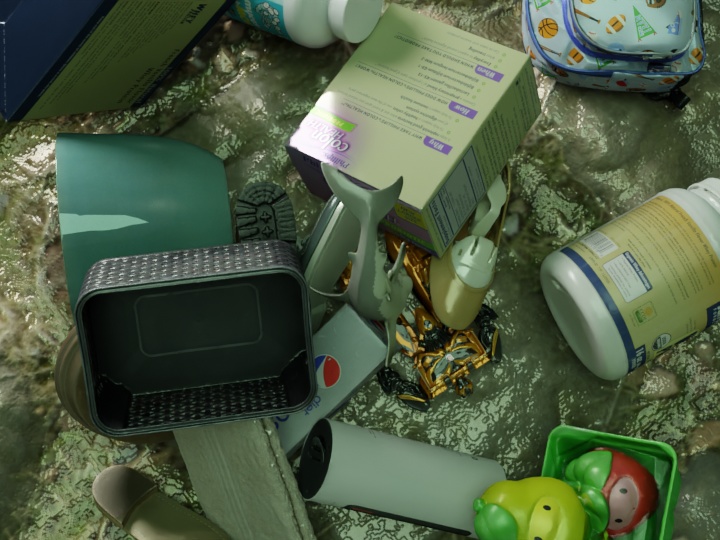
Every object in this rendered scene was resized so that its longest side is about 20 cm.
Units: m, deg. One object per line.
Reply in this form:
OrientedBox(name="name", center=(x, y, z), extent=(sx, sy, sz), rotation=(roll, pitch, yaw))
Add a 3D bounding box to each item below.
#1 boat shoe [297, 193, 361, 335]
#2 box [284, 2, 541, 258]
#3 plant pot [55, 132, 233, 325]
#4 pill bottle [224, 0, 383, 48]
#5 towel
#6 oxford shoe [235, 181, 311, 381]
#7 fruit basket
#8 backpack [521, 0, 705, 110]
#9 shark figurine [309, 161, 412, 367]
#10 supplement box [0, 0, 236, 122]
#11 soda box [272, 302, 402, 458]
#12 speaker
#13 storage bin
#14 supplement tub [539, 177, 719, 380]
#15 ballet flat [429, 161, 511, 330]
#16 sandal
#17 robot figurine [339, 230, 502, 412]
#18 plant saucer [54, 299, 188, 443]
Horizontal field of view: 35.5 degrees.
OrientedBox(name="boat shoe", center=(-0.057, -0.003, 1.139), extent=(0.062, 0.073, 0.201), rotation=(37, 122, 23))
OrientedBox(name="box", center=(0.057, -0.146, 1.149), extent=(0.175, 0.097, 0.201), rotation=(27, 72, 28))
OrientedBox(name="plant pot", center=(-0.210, -0.043, 1.122), extent=(0.159, 0.201, 0.203), rotation=(-6, 80, -9))
OrientedBox(name="pill bottle", center=(-0.075, -0.301, 1.176), extent=(0.199, 0.111, 0.111), rotation=(25, 80, 28))
OrientedBox(name="towel", center=(-0.109, 0.211, 1.089), extent=(0.034, 0.132, 0.202), rotation=(-34, 114, -44))
OrientedBox(name="oxford shoe", center=(-0.087, 0.015, 1.094), extent=(0.072, 0.084, 0.202), rotation=(0, 94, -8))
OrientedBox(name="fruit basket", center=(0.208, 0.250, 1.068), extent=(0.154, 0.215, 0.218), rotation=(6, 78, 36))
OrientedBox(name="backpack", center=(0.266, -0.280, 1.195), extent=(0.189, 0.154, 0.202), rotation=(-1, 83, 10))
OrientedBox(name="shark figurine", center=(-0.005, 0.004, 1.038), extent=(0.089, 0.215, 0.129), rotation=(7, 65, 13))
OrientedBox(name="supplement box", center=(-0.262, -0.267, 1.116), extent=(0.200, 0.199, 0.135), rotation=(-39, 81, 32))
OrientedBox(name="soda box", center=(-0.053, 0.123, 1.130), extent=(0.200, 0.063, 0.068), rotation=(-45, 81, 9))
OrientedBox(name="speaker", center=(0.041, 0.203, 1.099), extent=(0.198, 0.081, 0.082), rotation=(17, 79, -22))
OrientedBox(name="storage bin", center=(-0.144, 0.058, 1.001), extent=(0.198, 0.094, 0.137), rotation=(-7, 107, -6))
OrientedBox(name="supplement tub", center=(0.298, 0.006, 1.140), extent=(0.199, 0.144, 0.145), rotation=(-28, 81, -5))
OrientedBox(name="ballet flat", center=(0.116, -0.036, 1.152), extent=(0.068, 0.063, 0.201), rotation=(24, 57, -17))
OrientedBox(name="sandal", center=(-0.187, 0.282, 1.132), extent=(0.211, 0.070, 0.078), rotation=(36, 58, 26))
OrientedBox(name="robot figurine", center=(0.058, 0.046, 1.174), extent=(0.144, 0.058, 0.201), rotation=(-33, 81, -5))
OrientedBox(name="plant saucer", center=(-0.198, 0.100, 1.103), extent=(0.199, 0.201, 0.030), rotation=(-23, 43, -5))
